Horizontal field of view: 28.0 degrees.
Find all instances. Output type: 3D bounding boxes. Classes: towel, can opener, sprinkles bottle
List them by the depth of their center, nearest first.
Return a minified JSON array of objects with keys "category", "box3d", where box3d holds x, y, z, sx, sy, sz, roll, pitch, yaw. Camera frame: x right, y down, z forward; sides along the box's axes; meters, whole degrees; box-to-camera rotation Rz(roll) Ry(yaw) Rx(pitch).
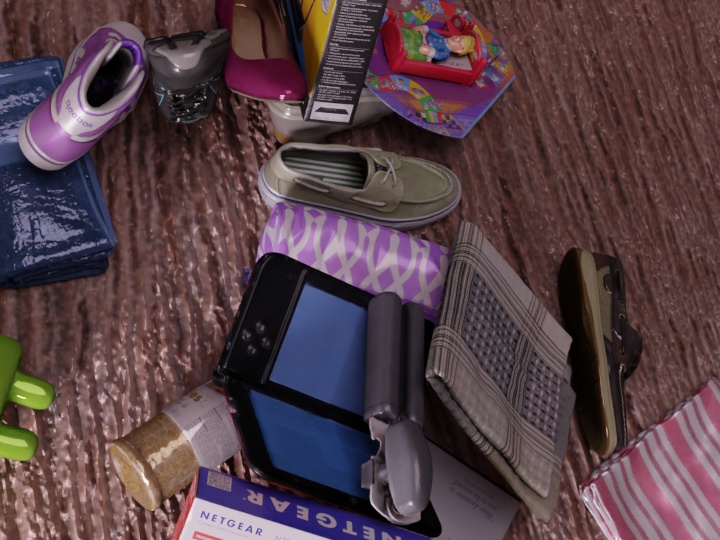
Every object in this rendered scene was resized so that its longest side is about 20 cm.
[{"category":"can opener","box3d":[0.038,0.105,1.156,0.053,0.067,0.202,25,52,-33]},{"category":"sprinkles bottle","box3d":[-0.114,0.121,1.223,0.199,0.068,0.068,-33,82,-26]},{"category":"towel","box3d":[0.131,0.085,1.256,0.200,0.034,0.193,51,34,-28]},{"category":"towel","box3d":[-0.288,-0.088,1.259,0.111,0.049,0.202,-13,75,-21]},{"category":"towel","box3d":[0.312,0.208,1.349,0.199,0.030,0.147,-33,83,-26]}]

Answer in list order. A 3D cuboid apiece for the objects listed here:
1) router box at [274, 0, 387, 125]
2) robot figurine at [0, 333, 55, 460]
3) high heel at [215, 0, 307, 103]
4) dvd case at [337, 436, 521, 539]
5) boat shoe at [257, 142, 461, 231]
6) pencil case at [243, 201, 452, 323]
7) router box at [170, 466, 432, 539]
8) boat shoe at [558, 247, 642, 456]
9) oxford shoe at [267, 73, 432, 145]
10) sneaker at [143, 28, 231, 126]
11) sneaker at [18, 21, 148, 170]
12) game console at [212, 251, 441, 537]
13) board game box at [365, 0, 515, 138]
[{"category":"router box","box3d":[-0.029,-0.251,1.308,0.051,0.150,0.201,4,40,-17]},{"category":"robot figurine","box3d":[-0.343,0.091,1.135,0.198,0.116,0.177,20,85,-10]},{"category":"high heel","box3d":[-0.090,-0.212,1.282,0.067,0.200,0.097,1,112,-27]},{"category":"dvd case","box3d":[0.039,0.245,1.253,0.142,0.018,0.201,34,64,-4]},{"category":"boat shoe","box3d":[0.005,-0.080,1.342,0.198,0.062,0.073,1,70,-18]},{"category":"pencil case","box3d":[0.000,0.000,1.296,0.198,0.084,0.086,13,32,-11]},{"category":"router box","box3d":[-0.063,0.267,1.134,0.198,0.049,0.181,19,110,-10]},{"category":"boat shoe","box3d":[0.233,0.072,1.351,0.064,0.073,0.202,0,70,-12]},{"category":"oxford shoe","box3d":[-0.010,-0.163,1.376,0.199,0.058,0.075,-21,49,-38]},{"category":"sneaker","box3d":[-0.145,-0.168,1.258,0.075,0.200,0.080,-8,98,-4]},{"category":"sneaker","box3d":[-0.209,-0.172,1.249,0.073,0.114,0.201,40,38,-18]},{"category":"game console","box3d":[-0.007,0.100,1.179,0.199,0.118,0.174,25,83,-33]},{"category":"board game box","box3d":[0.074,-0.220,1.395,0.158,0.039,0.200,40,44,1]}]
